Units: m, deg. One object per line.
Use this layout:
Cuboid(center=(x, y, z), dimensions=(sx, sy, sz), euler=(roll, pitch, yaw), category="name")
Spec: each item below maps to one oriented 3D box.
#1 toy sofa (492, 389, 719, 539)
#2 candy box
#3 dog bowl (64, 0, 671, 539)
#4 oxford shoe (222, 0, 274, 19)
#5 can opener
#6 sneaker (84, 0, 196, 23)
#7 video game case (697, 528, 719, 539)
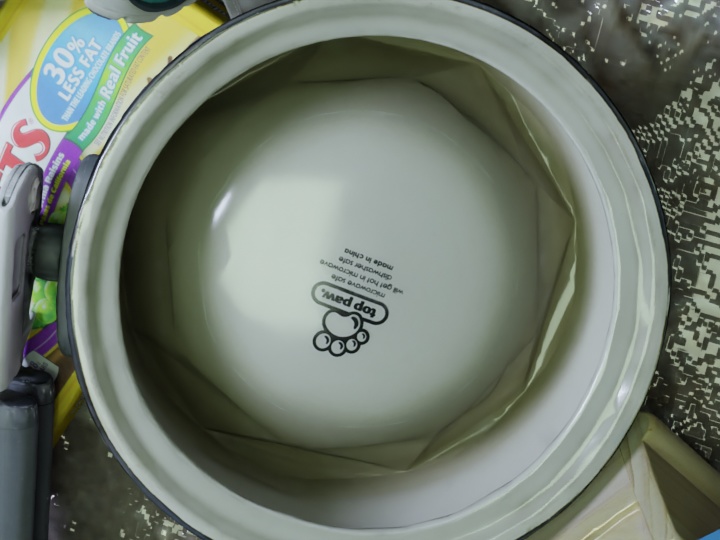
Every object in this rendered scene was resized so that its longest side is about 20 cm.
Cuboid(center=(0.051, 0.135, 0.912), dimensions=(0.200, 0.098, 0.083), euler=(-39, 123, 17), category="toy sofa")
Cuboid(center=(-0.117, -0.023, 0.942), dimensions=(0.102, 0.026, 0.200), euler=(35, 107, 6), category="candy box")
Cuboid(center=(0.000, 0.000, 0.870), dimensions=(0.200, 0.074, 0.200), euler=(-1, 101, -7), category="dog bowl")
Cuboid(center=(-0.087, -0.155, 0.885), dimensions=(0.200, 0.075, 0.058), euler=(43, 104, -3), category="oxford shoe")
Cuboid(center=(-0.118, 0.057, 0.920), dimensions=(0.066, 0.053, 0.200), euler=(11, 106, 6), category="can opener")
Cuboid(center=(-0.018, -0.155, 0.825), dimensions=(0.078, 0.080, 0.200), euler=(43, 64, -8), category="sneaker")
Cuboid(center=(0.130, 0.182, 0.853), dimensions=(0.143, 0.018, 0.200), euler=(-25, 112, -12), category="video game case")
